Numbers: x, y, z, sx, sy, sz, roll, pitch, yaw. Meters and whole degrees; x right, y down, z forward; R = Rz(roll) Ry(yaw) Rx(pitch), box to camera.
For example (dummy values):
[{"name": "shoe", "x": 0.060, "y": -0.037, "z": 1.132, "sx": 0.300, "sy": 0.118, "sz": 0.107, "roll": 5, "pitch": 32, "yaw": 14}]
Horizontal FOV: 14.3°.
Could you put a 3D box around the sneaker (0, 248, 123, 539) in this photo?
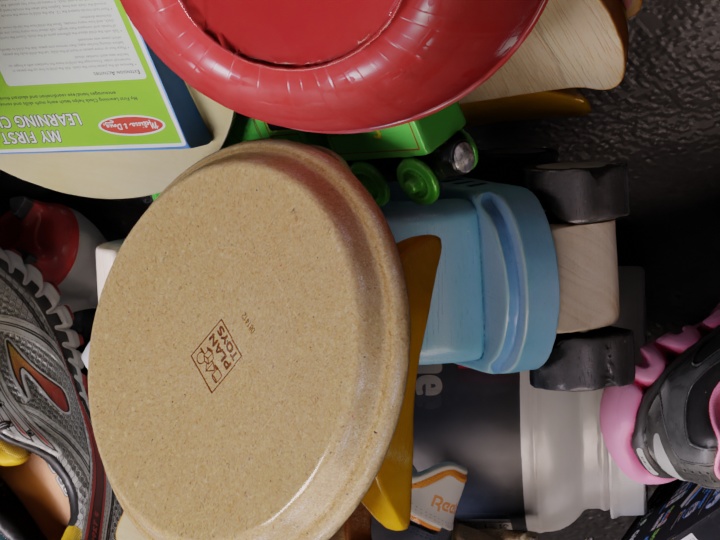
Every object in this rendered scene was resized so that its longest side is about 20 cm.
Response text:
[{"name": "sneaker", "x": -0.166, "y": 0.064, "z": 1.347, "sx": 0.078, "sy": 0.200, "sz": 0.082, "roll": -45, "pitch": 165, "yaw": 30}]

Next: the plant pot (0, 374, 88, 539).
[{"name": "plant pot", "x": -0.117, "y": 0.149, "z": 1.504, "sx": 0.200, "sy": 0.201, "sz": 0.188, "roll": -30, "pitch": 158, "yaw": 37}]

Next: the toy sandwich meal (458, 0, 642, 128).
[{"name": "toy sandwich meal", "x": 0.026, "y": -0.114, "z": 1.249, "sx": 0.204, "sy": 0.070, "sz": 0.205, "roll": 2, "pitch": 143, "yaw": 2}]

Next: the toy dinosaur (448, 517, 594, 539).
[{"name": "toy dinosaur", "x": 0.058, "y": 0.146, "z": 1.403, "sx": 0.101, "sy": 0.058, "sz": 0.200, "roll": 17, "pitch": 161, "yaw": 2}]

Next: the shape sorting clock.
[{"name": "shape sorting clock", "x": -0.142, "y": -0.112, "z": 1.260, "sx": 0.199, "sy": 0.039, "sz": 0.200, "roll": 17, "pitch": 134, "yaw": 18}]

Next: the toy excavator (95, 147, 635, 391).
[{"name": "toy excavator", "x": 0.000, "y": 0.000, "z": 1.292, "sx": 0.199, "sy": 0.100, "sz": 0.194, "roll": -5, "pitch": -172, "yaw": -25}]

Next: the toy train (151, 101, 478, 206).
[{"name": "toy train", "x": -0.030, "y": -0.057, "z": 1.269, "sx": 0.200, "sy": 0.042, "sz": 0.057, "roll": -1, "pitch": 120, "yaw": 45}]

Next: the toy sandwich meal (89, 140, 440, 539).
[{"name": "toy sandwich meal", "x": -0.037, "y": 0.047, "z": 1.222, "sx": 0.205, "sy": 0.206, "sz": 0.070, "roll": -29, "pitch": 153, "yaw": 36}]

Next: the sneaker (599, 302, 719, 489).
[{"name": "sneaker", "x": 0.204, "y": 0.028, "z": 1.328, "sx": 0.079, "sy": 0.200, "sz": 0.095, "roll": 47, "pitch": 166, "yaw": -24}]

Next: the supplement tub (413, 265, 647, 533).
[{"name": "supplement tub", "x": 0.042, "y": 0.060, "z": 1.421, "sx": 0.199, "sy": 0.141, "sz": 0.141, "roll": -1, "pitch": 143, "yaw": 6}]

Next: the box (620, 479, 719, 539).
[{"name": "box", "x": 0.220, "y": 0.078, "z": 1.390, "sx": 0.050, "sy": 0.200, "sz": 0.198, "roll": 47, "pitch": 132, "yaw": -5}]

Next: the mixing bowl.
[{"name": "mixing bowl", "x": -0.019, "y": -0.137, "z": 1.115, "sx": 0.199, "sy": 0.108, "sz": 0.201, "roll": 2, "pitch": 108, "yaw": 7}]

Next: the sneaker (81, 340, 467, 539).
[{"name": "sneaker", "x": -0.035, "y": 0.069, "z": 1.315, "sx": 0.200, "sy": 0.080, "sz": 0.078, "roll": 36, "pitch": -175, "yaw": 22}]

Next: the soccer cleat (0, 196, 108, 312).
[{"name": "soccer cleat", "x": -0.205, "y": 0.020, "z": 1.456, "sx": 0.200, "sy": 0.069, "sz": 0.085, "roll": -22, "pitch": 144, "yaw": 29}]
